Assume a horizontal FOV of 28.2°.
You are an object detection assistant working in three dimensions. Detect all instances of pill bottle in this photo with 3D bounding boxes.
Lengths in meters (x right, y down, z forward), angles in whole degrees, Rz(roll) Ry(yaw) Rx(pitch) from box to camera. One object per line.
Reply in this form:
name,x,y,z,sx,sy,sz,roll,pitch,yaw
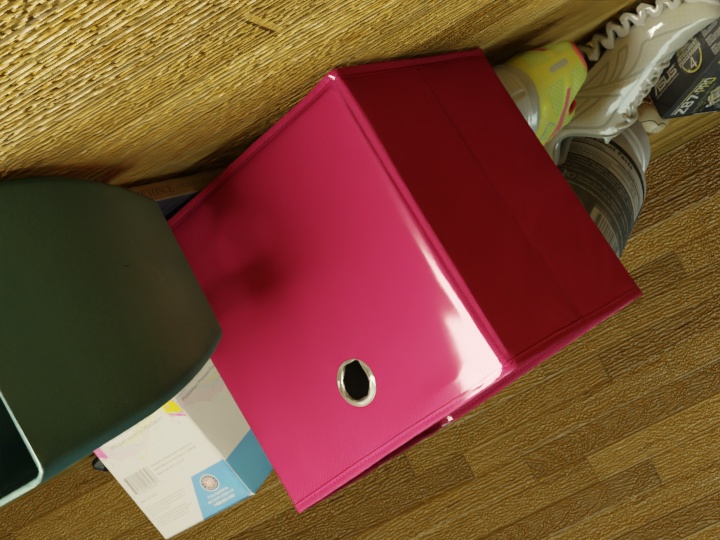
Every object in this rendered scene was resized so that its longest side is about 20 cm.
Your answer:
pill bottle,0.180,-0.054,1.231,0.115,0.116,0.201,-31,-162,42

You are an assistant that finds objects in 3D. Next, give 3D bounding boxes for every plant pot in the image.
plant pot,-0.174,0.038,0.738,0.141,0.142,0.200,-30,177,30

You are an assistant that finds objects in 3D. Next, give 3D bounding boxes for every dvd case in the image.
dvd case,-0.149,-0.025,0.930,0.148,0.016,0.199,-31,174,33

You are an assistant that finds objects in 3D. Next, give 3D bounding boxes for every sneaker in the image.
sneaker,0.205,-0.153,1.137,0.199,0.082,0.075,-31,172,29
sneaker,0.125,-0.120,1.084,0.090,0.079,0.200,-34,179,-9

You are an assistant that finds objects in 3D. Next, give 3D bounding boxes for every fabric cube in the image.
fabric cube,0.022,0.000,0.919,0.196,0.201,0.199,-37,171,34

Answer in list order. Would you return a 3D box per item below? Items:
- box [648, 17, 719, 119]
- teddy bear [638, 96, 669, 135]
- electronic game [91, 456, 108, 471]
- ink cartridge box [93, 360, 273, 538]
box,0.343,-0.202,1.156,0.160,0.049,0.200,-13,157,-28
teddy bear,0.320,-0.193,1.419,0.199,0.067,0.144,-32,171,39
electronic game,-0.521,0.400,3.264,0.199,0.042,0.200,-29,168,-7
ink cartridge box,-0.164,0.103,1.247,0.128,0.201,0.125,-30,-169,38
